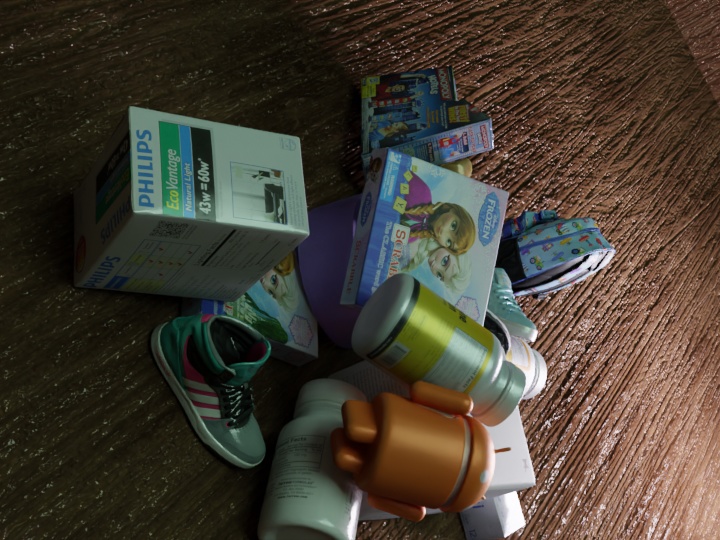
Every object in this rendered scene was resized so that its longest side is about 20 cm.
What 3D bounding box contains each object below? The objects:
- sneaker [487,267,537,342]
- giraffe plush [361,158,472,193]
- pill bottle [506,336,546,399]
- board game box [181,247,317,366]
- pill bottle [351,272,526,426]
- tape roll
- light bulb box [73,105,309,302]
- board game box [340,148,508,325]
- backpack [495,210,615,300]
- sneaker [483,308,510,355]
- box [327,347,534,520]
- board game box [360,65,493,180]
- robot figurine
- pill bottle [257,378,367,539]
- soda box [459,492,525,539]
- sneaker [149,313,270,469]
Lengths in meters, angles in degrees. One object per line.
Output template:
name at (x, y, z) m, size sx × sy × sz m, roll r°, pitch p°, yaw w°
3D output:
sneaker at (0.205, 0.039, 1.654) m, size 0.074 × 0.200 × 0.082 m, roll 16°, pitch 103°, yaw -40°
giraffe plush at (0.101, -0.069, 1.651) m, size 0.200 × 0.171 × 0.163 m, roll -89°, pitch 162°, yaw -85°
pill bottle at (0.196, 0.144, 1.652) m, size 0.199 × 0.111 × 0.112 m, roll 17°, pitch 57°, yaw -45°
board game box at (-0.137, 0.000, 1.381) m, size 0.199 × 0.041 × 0.201 m, roll 25°, pitch 52°, yaw -42°
pill bottle at (0.096, 0.099, 1.281) m, size 0.199 × 0.112 × 0.112 m, roll 35°, pitch 45°, yaw -16°
tape roll at (0.000, 0.000, 1.474) m, size 0.200 × 0.084 × 0.201 m, roll 47°, pitch 35°, yaw -49°
light bulb box at (-0.191, -0.064, 1.187) m, size 0.199 × 0.198 × 0.126 m, roll 7°, pitch 63°, yaw -31°
board game box at (0.086, -0.031, 1.385) m, size 0.198 × 0.041 × 0.201 m, roll 15°, pitch 83°, yaw -30°
backpack at (0.317, -0.035, 1.828) m, size 0.182 × 0.199 × 0.135 m, roll -4°, pitch 73°, yaw -51°
sneaker at (0.138, 0.047, 1.520) m, size 0.200 × 0.072 × 0.083 m, roll 44°, pitch 22°, yaw -20°
box at (0.092, 0.212, 1.432) m, size 0.198 × 0.171 × 0.201 m, roll 9°, pitch 64°, yaw -47°
board game box at (0.101, -0.229, 1.671) m, size 0.201 × 0.198 × 0.062 m, roll -89°, pitch 170°, yaw -45°
robot figurine at (0.068, 0.206, 1.230) m, size 0.199 × 0.117 × 0.145 m, roll 17°, pitch 72°, yaw -13°
pill bottle at (-0.049, 0.237, 1.295) m, size 0.114 × 0.114 × 0.201 m, roll 39°, pitch 44°, yaw -30°
soda box at (0.170, 0.283, 1.561) m, size 0.063 × 0.068 × 0.201 m, roll -11°, pitch 84°, yaw -52°
sneaker at (-0.142, 0.129, 1.235) m, size 0.201 × 0.120 × 0.084 m, roll 57°, pitch 37°, yaw -11°
